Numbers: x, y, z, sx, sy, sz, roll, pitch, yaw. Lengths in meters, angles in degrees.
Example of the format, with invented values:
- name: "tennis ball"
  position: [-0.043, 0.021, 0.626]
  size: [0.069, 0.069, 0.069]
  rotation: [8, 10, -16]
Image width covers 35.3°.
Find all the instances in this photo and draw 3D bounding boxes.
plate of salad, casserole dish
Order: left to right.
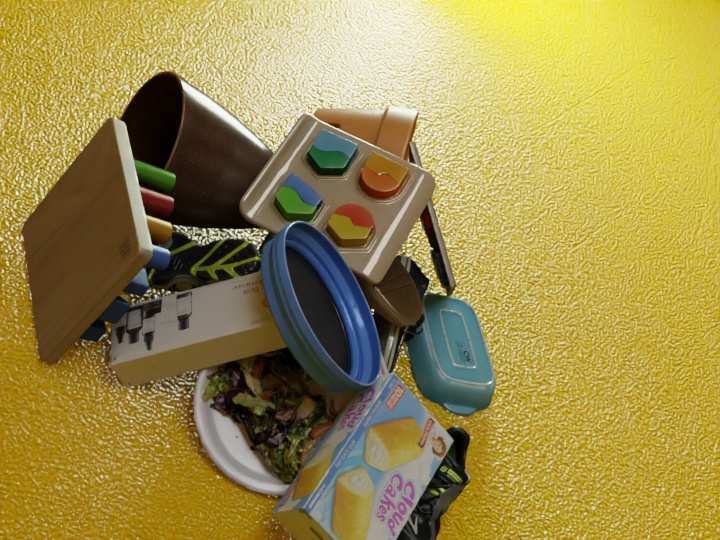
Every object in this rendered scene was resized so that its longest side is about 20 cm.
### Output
- name: "plate of salad"
  position: [-0.088, 0.150, 1.272]
  size: [0.199, 0.048, 0.201]
  rotation: [5, 74, -18]
- name: "casserole dish"
  position: [0.123, 0.102, 1.528]
  size: [0.121, 0.039, 0.201]
  rotation: [11, 46, -25]

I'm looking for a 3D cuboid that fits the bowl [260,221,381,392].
- name: "bowl"
  position: [-0.044, 0.043, 1.262]
  size: [0.201, 0.039, 0.201]
  rotation: [52, 22, -31]

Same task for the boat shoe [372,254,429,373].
- name: "boat shoe"
  position: [0.050, 0.067, 1.477]
  size: [0.062, 0.075, 0.200]
  rotation: [33, 47, -19]

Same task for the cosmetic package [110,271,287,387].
- name: "cosmetic package"
  position: [-0.177, 0.063, 1.261]
  size: [0.199, 0.051, 0.083]
  rotation: [-15, 50, 6]

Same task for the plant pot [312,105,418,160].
- name: "plant pot"
  position: [-0.011, -0.142, 1.577]
  size: [0.139, 0.201, 0.200]
  rotation: [15, 40, 4]

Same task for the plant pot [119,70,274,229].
- name: "plant pot"
  position: [-0.195, -0.128, 1.450]
  size: [0.200, 0.187, 0.187]
  rotation: [22, 39, -36]

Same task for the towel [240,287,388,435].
- name: "towel"
  position: [-0.068, 0.100, 1.332]
  size: [0.199, 0.030, 0.147]
  rotation: [-14, 78, -22]

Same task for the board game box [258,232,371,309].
- name: "board game box"
  position: [-0.072, 0.039, 1.442]
  size: [0.165, 0.057, 0.200]
  rotation: [32, 40, -7]

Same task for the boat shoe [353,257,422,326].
- name: "boat shoe"
  position: [0.000, 0.000, 1.437]
  size: [0.071, 0.065, 0.200]
  rotation: [-21, 65, -46]

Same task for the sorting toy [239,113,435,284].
- name: "sorting toy"
  position: [-0.025, -0.098, 1.419]
  size: [0.199, 0.037, 0.185]
  rotation: [28, 59, 6]

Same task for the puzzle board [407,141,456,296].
- name: "puzzle board"
  position: [0.093, -0.065, 1.546]
  size: [0.017, 0.151, 0.201]
  rotation: [-15, 84, 0]

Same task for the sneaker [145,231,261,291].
- name: "sneaker"
  position: [-0.197, 0.005, 1.342]
  size: [0.199, 0.076, 0.076]
  rotation: [9, 59, 27]

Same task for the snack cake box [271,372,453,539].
- name: "snack cake box"
  position: [0.007, 0.225, 1.242]
  size: [0.115, 0.067, 0.200]
  rotation: [47, 52, -15]

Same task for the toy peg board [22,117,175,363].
- name: "toy peg board"
  position: [-0.277, -0.025, 1.268]
  size: [0.098, 0.200, 0.200]
  rotation: [18, 40, -41]

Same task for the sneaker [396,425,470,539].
- name: "sneaker"
  position: [0.079, 0.252, 1.311]
  size: [0.071, 0.083, 0.200]
  rotation: [36, 40, -5]
